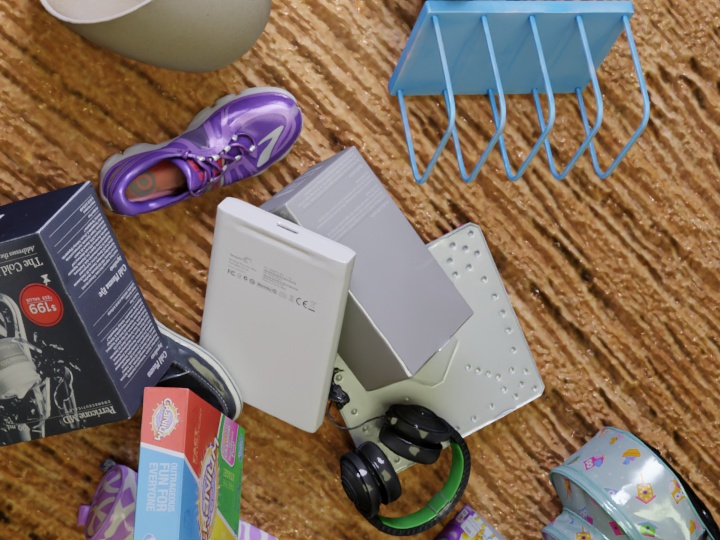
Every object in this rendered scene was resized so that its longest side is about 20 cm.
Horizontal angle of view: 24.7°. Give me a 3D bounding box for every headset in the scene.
[{"bbox_3d":[0.023,0.172,1.599,0.124,0.094,0.200,-45,127,-5],"label":"headset"}]

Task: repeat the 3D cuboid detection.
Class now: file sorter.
[{"bbox_3d":[0.146,-0.157,1.502,0.199,0.139,0.123,-3,66,-16],"label":"file sorter"}]

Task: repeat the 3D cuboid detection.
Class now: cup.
[{"bbox_3d":[-0.155,-0.250,1.399,0.200,0.200,0.143,-45,138,-1],"label":"cup"}]

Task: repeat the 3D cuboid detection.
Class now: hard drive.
[{"bbox_3d":[-0.080,0.043,1.494,0.131,0.026,0.201,24,129,16],"label":"hard drive"}]

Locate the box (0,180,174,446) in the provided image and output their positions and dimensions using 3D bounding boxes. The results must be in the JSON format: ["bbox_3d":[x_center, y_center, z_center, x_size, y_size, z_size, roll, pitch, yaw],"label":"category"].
[{"bbox_3d":[-0.295,0.045,1.418,0.199,0.104,0.183,-14,113,25],"label":"box"}]

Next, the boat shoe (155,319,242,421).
[{"bbox_3d":[-0.195,0.085,1.516,0.200,0.062,0.075,41,135,-18],"label":"boat shoe"}]

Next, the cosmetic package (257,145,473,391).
[{"bbox_3d":[0.000,0.000,1.515,0.107,0.090,0.200,-40,102,-35],"label":"cosmetic package"}]

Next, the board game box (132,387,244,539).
[{"bbox_3d":[-0.149,0.197,1.449,0.040,0.200,0.154,0,75,10],"label":"board game box"}]

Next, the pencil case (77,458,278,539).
[{"bbox_3d":[-0.172,0.260,1.575,0.199,0.084,0.085,29,133,-19],"label":"pencil case"}]

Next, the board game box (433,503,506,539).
[{"bbox_3d":[0.089,0.357,1.665,0.103,0.105,0.200,43,89,-21],"label":"board game box"}]

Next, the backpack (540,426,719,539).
[{"bbox_3d":[0.273,0.265,1.660,0.153,0.176,0.201,-29,107,-12],"label":"backpack"}]

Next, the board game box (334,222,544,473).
[{"bbox_3d":[0.060,0.079,1.624,0.199,0.026,0.201,-27,110,-8],"label":"board game box"}]

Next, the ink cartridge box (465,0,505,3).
[{"bbox_3d":[0.122,-0.343,1.459,0.084,0.145,0.201,34,94,20],"label":"ink cartridge box"}]

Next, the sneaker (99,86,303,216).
[{"bbox_3d":[-0.138,-0.096,1.486,0.199,0.083,0.081,-29,111,-9],"label":"sneaker"}]
